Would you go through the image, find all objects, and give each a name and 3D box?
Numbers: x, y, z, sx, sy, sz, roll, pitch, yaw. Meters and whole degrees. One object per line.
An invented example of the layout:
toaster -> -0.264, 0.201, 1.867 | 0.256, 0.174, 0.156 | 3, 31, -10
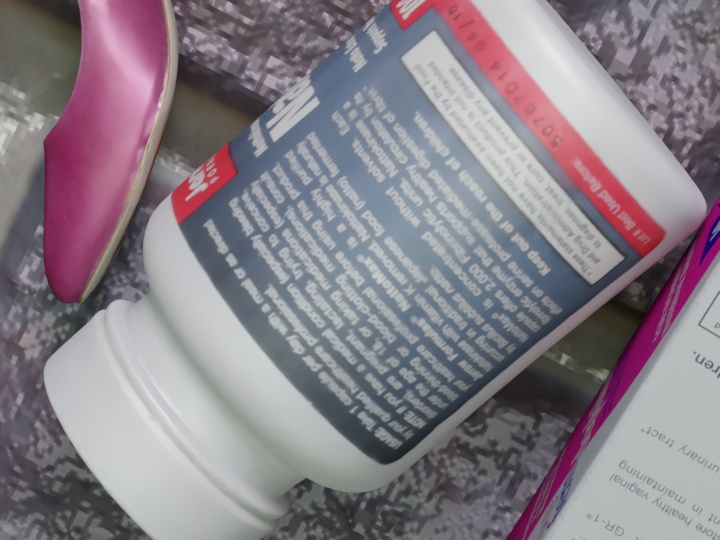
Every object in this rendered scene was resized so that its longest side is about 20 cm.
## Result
supplement box -> 0.119, 0.069, 0.794 | 0.103, 0.101, 0.201 | 28, 118, 1
high heel -> -0.102, -0.094, 0.829 | 0.095, 0.067, 0.201 | 14, 94, -7
pill bottle -> 0.000, 0.000, 0.812 | 0.200, 0.120, 0.120 | -40, 93, 8
